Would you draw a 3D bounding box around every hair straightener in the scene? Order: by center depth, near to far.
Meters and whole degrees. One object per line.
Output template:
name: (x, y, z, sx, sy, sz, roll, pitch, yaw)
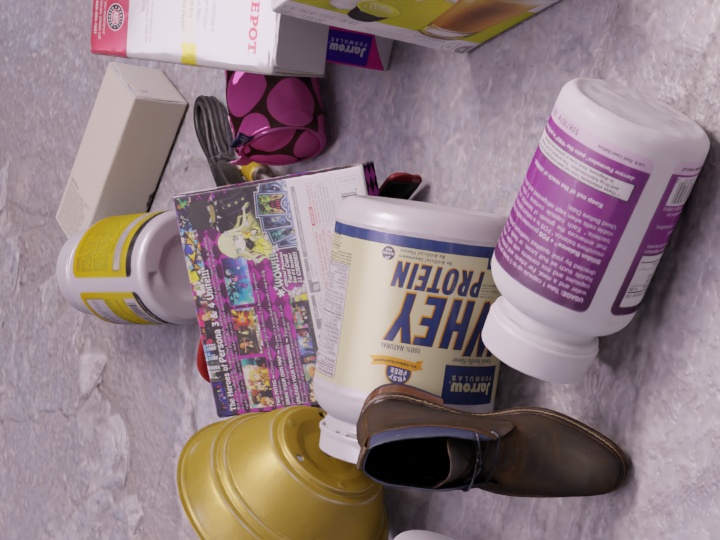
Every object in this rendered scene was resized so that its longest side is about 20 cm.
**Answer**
hair straightener: (0.000, 0.000, 1.441, 0.200, 0.041, 0.077, -45, 52, 41)

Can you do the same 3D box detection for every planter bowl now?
planter bowl: (-0.044, 0.172, 1.352, 0.084, 0.200, 0.201, -55, 46, 31)

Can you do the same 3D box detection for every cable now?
cable: (-0.124, -0.097, 1.641, 0.200, 0.050, 0.097, -117, 28, -52)

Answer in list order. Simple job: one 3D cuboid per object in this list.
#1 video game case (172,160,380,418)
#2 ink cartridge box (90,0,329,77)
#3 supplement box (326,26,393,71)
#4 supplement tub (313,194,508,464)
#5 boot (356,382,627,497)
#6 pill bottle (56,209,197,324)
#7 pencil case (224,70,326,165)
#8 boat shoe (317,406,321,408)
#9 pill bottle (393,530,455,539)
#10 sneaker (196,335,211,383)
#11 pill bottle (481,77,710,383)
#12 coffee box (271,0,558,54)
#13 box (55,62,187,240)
video game case: (-0.057, 0.018, 1.409, 0.181, 0.036, 0.201, -9, 97, 22)
ink cartridge box: (-0.123, -0.244, 1.392, 0.199, 0.083, 0.146, 12, 100, 31)
supplement box: (-0.021, -0.286, 1.449, 0.103, 0.101, 0.201, 28, 109, 50)
supplement tub: (0.041, 0.048, 1.294, 0.145, 0.145, 0.201, 14, 98, 53)
boot: (0.090, 0.140, 1.176, 0.097, 0.199, 0.075, -57, -23, -71)
pill bottle: (-0.226, -0.002, 1.689, 0.200, 0.114, 0.115, -1, 85, 53)
pencil case: (-0.092, -0.199, 1.547, 0.094, 0.091, 0.201, -23, 64, 36)
boat shoe: (-0.091, 0.085, 1.525, 0.200, 0.073, 0.062, 19, 117, 58)
pill bottle: (0.031, 0.311, 1.309, 0.112, 0.112, 0.201, 45, 121, 46)
sneaker: (-0.090, 0.010, 1.521, 0.200, 0.078, 0.116, -57, 14, 1)
pill bottle: (0.159, -0.025, 1.169, 0.112, 0.112, 0.201, 45, 121, 46)
coffee box: (0.056, -0.306, 1.263, 0.198, 0.199, 0.201, -22, 69, 50)
box: (-0.261, -0.118, 1.787, 0.082, 0.068, 0.200, 52, 126, 42)
